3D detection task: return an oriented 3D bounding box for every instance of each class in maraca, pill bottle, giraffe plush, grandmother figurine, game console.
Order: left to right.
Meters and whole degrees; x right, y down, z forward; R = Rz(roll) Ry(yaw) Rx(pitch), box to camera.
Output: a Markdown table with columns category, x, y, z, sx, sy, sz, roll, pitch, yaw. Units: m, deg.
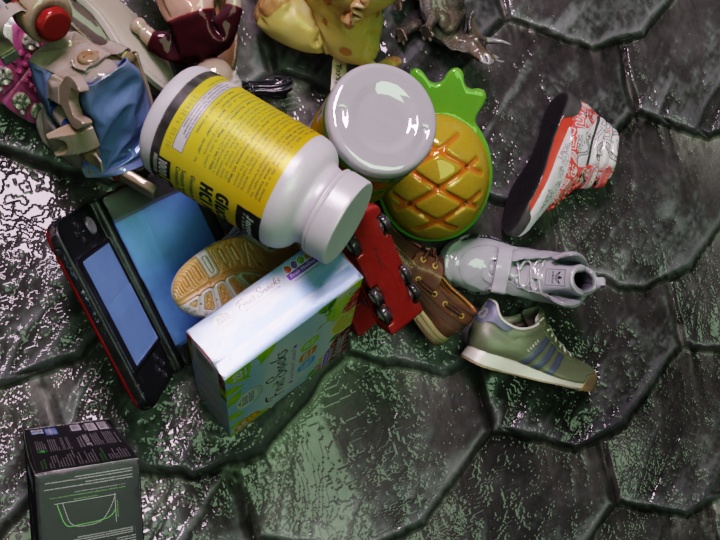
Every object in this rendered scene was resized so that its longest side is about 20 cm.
| category | x | y | z | sx | sy | sz | roll | pitch | yaw |
| --- | --- | --- | --- | --- | --- | --- | --- | --- | --- |
| game console | -0.200 | 0.009 | 0.883 | 0.118 | 0.172 | 0.202 | -23 | 103 | 6 |
| grandmother figurine | -0.170 | -0.251 | 0.855 | 0.120 | 0.061 | 0.202 | -14 | 108 | 19 |
| pill bottle | -0.093 | -0.093 | 0.796 | 0.199 | 0.113 | 0.113 | 31 | 79 | 10 |
| giraffe plush | -0.014 | -0.299 | 0.894 | 0.171 | 0.162 | 0.202 | -12 | 76 | -22 |
| pill bottle | -0.004 | -0.127 | 0.906 | 0.110 | 0.200 | 0.113 | 3 | 79 | -15 |
| maraca | 0.085 | -0.130 | 0.994 | 0.135 | 0.107 | 0.202 | -2 | 111 | -4 |

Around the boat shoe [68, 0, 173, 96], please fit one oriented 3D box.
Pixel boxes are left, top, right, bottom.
| category | x | y | z | sx | sy | sz | roll | pitch | yaw |
| --- | --- | --- | --- | --- | --- | --- | --- | --- | --- |
| boat shoe | -0.271 | -0.247 | 0.865 | 0.059 | 0.072 | 0.200 | -30 | 125 | 22 |

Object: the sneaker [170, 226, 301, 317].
| category | x | y | z | sx | sy | sz | roll | pitch | yaw |
| --- | --- | --- | --- | --- | --- | --- | --- | --- | --- |
| sneaker | -0.123 | -0.009 | 0.913 | 0.199 | 0.087 | 0.076 | -35 | 104 | -36 |

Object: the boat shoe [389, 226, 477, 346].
| category | x | y | z | sx | sy | sz | roll | pitch | yaw |
| --- | --- | --- | --- | --- | --- | --- | --- | --- | --- |
| boat shoe | 0.065 | -0.003 | 1.009 | 0.067 | 0.072 | 0.201 | -30 | 115 | 16 |

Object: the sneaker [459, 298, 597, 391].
| category | x | y | z | sx | sy | sz | roll | pitch | yaw |
| --- | --- | --- | --- | --- | --- | --- | --- | --- | --- |
| sneaker | 0.226 | 0.092 | 1.099 | 0.198 | 0.067 | 0.091 | 15 | 92 | -21 |

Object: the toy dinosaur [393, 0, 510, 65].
| category | x | y | z | sx | sy | sz | roll | pitch | yaw |
| --- | --- | --- | --- | --- | --- | --- | --- | --- | --- |
| toy dinosaur | 0.090 | -0.325 | 1.027 | 0.102 | 0.077 | 0.202 | -26 | 98 | -33 |

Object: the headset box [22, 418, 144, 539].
| category | x | y | z | sx | sy | sz | roll | pitch | yaw |
| --- | --- | --- | --- | --- | --- | --- | --- | --- | --- |
| headset box | -0.266 | 0.263 | 0.831 | 0.092 | 0.174 | 0.203 | -4 | 96 | -24 |

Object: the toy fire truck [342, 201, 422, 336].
| category | x | y | z | sx | sy | sz | roll | pitch | yaw |
| --- | --- | --- | --- | --- | --- | --- | --- | --- | --- |
| toy fire truck | 0.000 | 0.000 | 0.932 | 0.049 | 0.141 | 0.201 | -37 | 125 | -17 |

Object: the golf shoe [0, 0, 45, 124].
| category | x | y | z | sx | sy | sz | roll | pitch | yaw |
| --- | --- | --- | --- | --- | --- | --- | --- | --- | --- |
| golf shoe | -0.354 | -0.226 | 0.826 | 0.075 | 0.091 | 0.201 | -43 | 131 | -14 |

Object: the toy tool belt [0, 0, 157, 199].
| category | x | y | z | sx | sy | sz | roll | pitch | yaw |
| --- | --- | --- | --- | --- | --- | --- | --- | --- | --- |
| toy tool belt | -0.242 | -0.157 | 0.800 | 0.125 | 0.201 | 0.123 | -39 | 63 | -20 |

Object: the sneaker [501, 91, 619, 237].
| category | x | y | z | sx | sy | sz | roll | pitch | yaw |
| --- | --- | --- | --- | --- | --- | --- | --- | --- | --- |
| sneaker | 0.262 | -0.115 | 1.106 | 0.107 | 0.067 | 0.203 | 28 | 79 | -20 |

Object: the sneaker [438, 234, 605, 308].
| category | x | y | z | sx | sy | sz | roll | pitch | yaw |
| --- | --- | --- | --- | --- | --- | --- | --- | --- | --- |
| sneaker | 0.199 | 0.000 | 1.058 | 0.198 | 0.115 | 0.076 | 9 | 89 | -24 |

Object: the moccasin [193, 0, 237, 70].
| category | x | y | z | sx | sy | sz | roll | pitch | yaw |
| --- | --- | --- | --- | --- | --- | --- | --- | --- | --- |
| moccasin | -0.155 | -0.306 | 0.904 | 0.073 | 0.078 | 0.204 | 0 | 93 | -24 |

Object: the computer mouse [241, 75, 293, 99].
| category | x | y | z | sx | sy | sz | roll | pitch | yaw |
| --- | --- | --- | --- | --- | --- | --- | --- | --- | --- |
| computer mouse | -0.109 | -0.129 | 0.903 | 0.108 | 0.044 | 0.202 | 0 | 59 | -23 |

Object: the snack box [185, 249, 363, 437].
| category | x | y | z | sx | sy | sz | roll | pitch | yaw |
| --- | --- | --- | --- | --- | --- | --- | --- | --- | --- |
| snack box | -0.088 | 0.073 | 0.885 | 0.168 | 0.201 | 0.068 | -36 | 72 | -21 |
